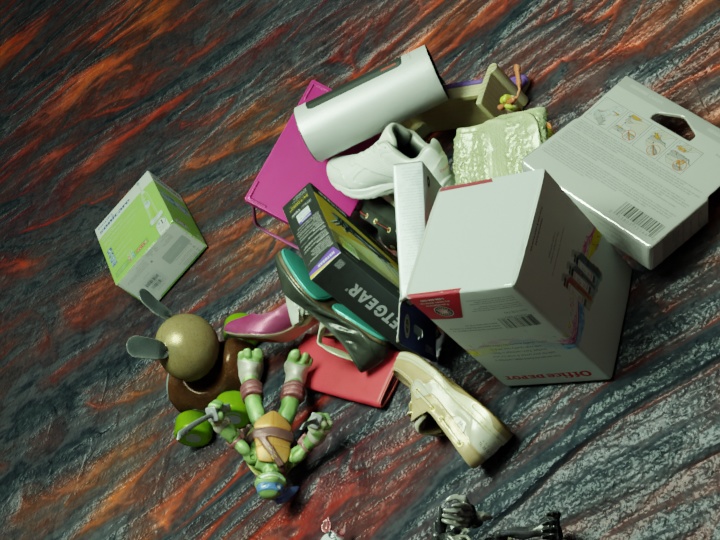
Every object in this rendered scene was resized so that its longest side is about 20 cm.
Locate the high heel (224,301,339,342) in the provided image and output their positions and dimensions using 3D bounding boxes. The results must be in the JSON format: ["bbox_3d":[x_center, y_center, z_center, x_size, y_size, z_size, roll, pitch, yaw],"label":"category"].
[{"bbox_3d":[-0.096,0.045,1.570,0.198,0.067,0.097,-6,77,31],"label":"high heel"}]

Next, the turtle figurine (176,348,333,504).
[{"bbox_3d":[-0.111,0.170,1.451,0.143,0.200,0.195,-21,42,18],"label":"turtle figurine"}]

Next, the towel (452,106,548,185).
[{"bbox_3d":[0.175,-0.089,1.414,0.148,0.036,0.202,-14,77,44],"label":"towel"}]

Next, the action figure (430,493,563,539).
[{"bbox_3d":[0.112,0.288,1.178,0.199,0.102,0.120,-17,60,36],"label":"action figure"}]

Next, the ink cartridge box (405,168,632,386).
[{"bbox_3d":[0.176,0.014,1.253,0.144,0.200,0.146,-8,52,41],"label":"ink cartridge box"}]

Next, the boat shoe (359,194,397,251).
[{"bbox_3d":[0.063,-0.054,1.545,0.201,0.073,0.064,46,118,49],"label":"boat shoe"}]

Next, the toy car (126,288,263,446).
[{"bbox_3d":[-0.248,0.118,1.620,0.157,0.200,0.166,-27,43,29],"label":"toy car"}]

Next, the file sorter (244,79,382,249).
[{"bbox_3d":[-0.055,-0.133,1.654,0.201,0.138,0.126,-62,-4,-16],"label":"file sorter"}]

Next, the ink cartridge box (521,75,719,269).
[{"bbox_3d":[0.310,-0.114,1.302,0.176,0.045,0.200,-38,51,-15],"label":"ink cartridge box"}]

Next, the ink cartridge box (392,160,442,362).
[{"bbox_3d":[0.080,-0.004,1.351,0.040,0.200,0.202,-4,79,15],"label":"ink cartridge box"}]

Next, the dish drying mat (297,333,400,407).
[{"bbox_3d":[-0.021,0.129,1.522,0.199,0.018,0.077,8,65,49],"label":"dish drying mat"}]

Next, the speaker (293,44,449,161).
[{"bbox_3d":[0.016,-0.221,1.545,0.198,0.081,0.082,-24,42,11],"label":"speaker"}]

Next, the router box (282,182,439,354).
[{"bbox_3d":[0.000,0.000,1.452,0.052,0.200,0.158,-41,38,13],"label":"router box"}]

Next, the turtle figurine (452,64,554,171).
[{"bbox_3d":[0.190,-0.147,1.479,0.161,0.064,0.202,-34,59,36],"label":"turtle figurine"}]

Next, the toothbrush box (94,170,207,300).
[{"bbox_3d":[-0.359,-0.056,1.981,0.146,0.086,0.200,-47,37,7],"label":"toothbrush box"}]

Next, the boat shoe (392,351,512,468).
[{"bbox_3d":[0.088,0.158,1.332,0.069,0.074,0.200,-49,36,-5],"label":"boat shoe"}]

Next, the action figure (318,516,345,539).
[{"bbox_3d":[-0.065,0.379,1.323,0.201,0.133,0.149,-58,-8,-29],"label":"action figure"}]

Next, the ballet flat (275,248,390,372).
[{"bbox_3d":[-0.050,0.057,1.484,0.200,0.068,0.069,41,108,22],"label":"ballet flat"}]

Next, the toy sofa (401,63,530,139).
[{"bbox_3d":[0.131,-0.238,1.609,0.199,0.083,0.098,0,61,47],"label":"toy sofa"}]

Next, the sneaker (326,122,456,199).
[{"bbox_3d":[0.037,-0.147,1.515,0.198,0.100,0.078,6,34,34],"label":"sneaker"}]
